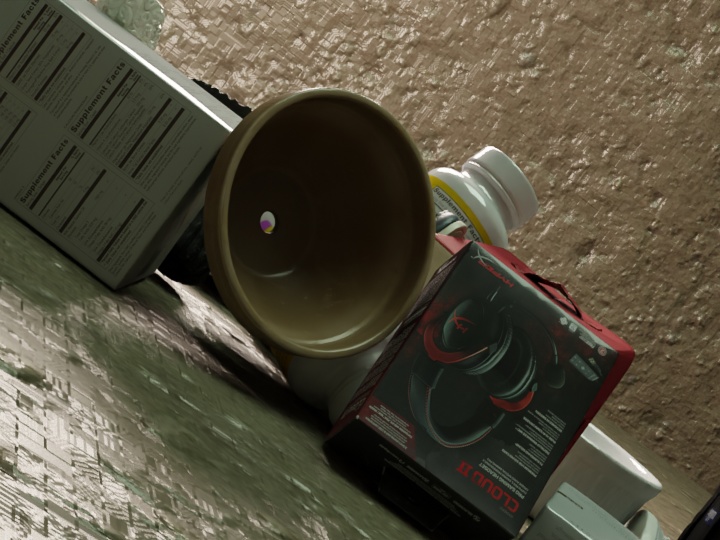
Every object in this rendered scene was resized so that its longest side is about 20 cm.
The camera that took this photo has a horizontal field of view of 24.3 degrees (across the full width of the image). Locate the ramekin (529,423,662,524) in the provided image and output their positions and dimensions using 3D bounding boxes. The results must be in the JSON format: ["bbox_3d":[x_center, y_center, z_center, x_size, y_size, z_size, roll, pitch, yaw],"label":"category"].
[{"bbox_3d":[0.197,0.195,1.690,0.200,0.098,0.200,36,4,-3],"label":"ramekin"}]

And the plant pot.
[{"bbox_3d":[-0.047,-0.035,1.265,0.201,0.201,0.093,34,-19,-33],"label":"plant pot"}]

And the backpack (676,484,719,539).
[{"bbox_3d":[0.300,0.250,1.288,0.151,0.200,0.178,42,2,7],"label":"backpack"}]

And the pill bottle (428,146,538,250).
[{"bbox_3d":[0.068,-0.027,1.580,0.111,0.200,0.111,49,-15,17],"label":"pill bottle"}]

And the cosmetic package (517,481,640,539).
[{"bbox_3d":[0.171,0.229,1.305,0.102,0.074,0.200,37,3,8],"label":"cosmetic package"}]

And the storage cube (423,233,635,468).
[{"bbox_3d":[0.105,0.091,1.456,0.171,0.200,0.180,39,11,21],"label":"storage cube"}]

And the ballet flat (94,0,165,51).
[{"bbox_3d":[-0.223,-0.151,1.400,0.072,0.200,0.072,31,27,-18],"label":"ballet flat"}]

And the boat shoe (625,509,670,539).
[{"bbox_3d":[0.289,0.290,1.687,0.068,0.072,0.200,38,-4,8],"label":"boat shoe"}]

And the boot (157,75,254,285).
[{"bbox_3d":[-0.160,-0.083,1.466,0.211,0.158,0.079,27,-25,45],"label":"boot"}]

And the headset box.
[{"bbox_3d":[0.080,0.103,1.251,0.149,0.200,0.075,38,-29,-4],"label":"headset box"}]

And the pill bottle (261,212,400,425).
[{"bbox_3d":[-0.027,0.041,1.357,0.104,0.104,0.200,31,23,-52],"label":"pill bottle"}]

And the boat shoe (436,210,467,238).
[{"bbox_3d":[0.000,0.000,1.471,0.062,0.200,0.075,60,13,21],"label":"boat shoe"}]

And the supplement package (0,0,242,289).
[{"bbox_3d":[-0.210,-0.109,1.289,0.200,0.151,0.152,37,6,0],"label":"supplement package"}]
